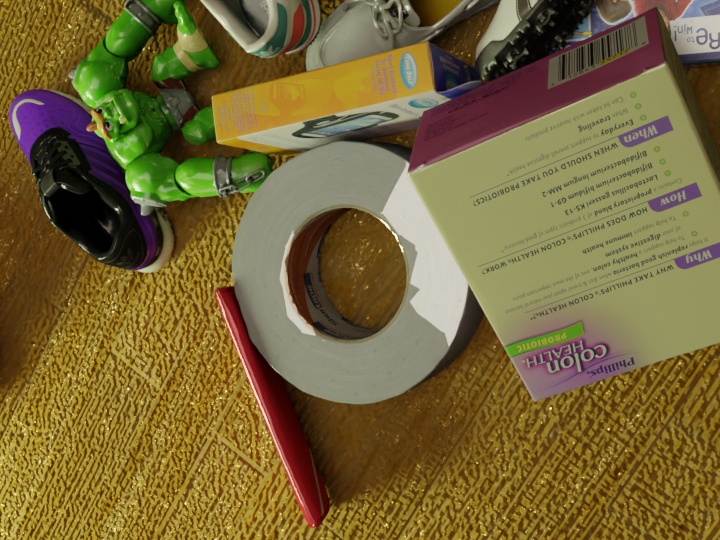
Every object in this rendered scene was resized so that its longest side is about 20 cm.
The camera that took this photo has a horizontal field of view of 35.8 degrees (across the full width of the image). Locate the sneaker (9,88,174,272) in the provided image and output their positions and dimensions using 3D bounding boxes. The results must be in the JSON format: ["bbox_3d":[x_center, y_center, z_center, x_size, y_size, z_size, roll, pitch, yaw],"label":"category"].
[{"bbox_3d":[-0.245,-0.082,0.951,0.070,0.099,0.200,-45,79,17],"label":"sneaker"}]

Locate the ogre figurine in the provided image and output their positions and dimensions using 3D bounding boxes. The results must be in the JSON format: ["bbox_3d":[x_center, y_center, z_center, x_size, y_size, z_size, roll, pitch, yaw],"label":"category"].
[{"bbox_3d":[-0.161,-0.132,0.921,0.119,0.098,0.202,-30,99,4],"label":"ogre figurine"}]

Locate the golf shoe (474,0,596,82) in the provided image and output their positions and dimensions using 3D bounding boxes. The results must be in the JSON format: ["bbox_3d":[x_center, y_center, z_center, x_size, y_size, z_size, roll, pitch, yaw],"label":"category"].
[{"bbox_3d":[0.129,-0.224,0.765,0.094,0.078,0.201,39,98,19],"label":"golf shoe"}]

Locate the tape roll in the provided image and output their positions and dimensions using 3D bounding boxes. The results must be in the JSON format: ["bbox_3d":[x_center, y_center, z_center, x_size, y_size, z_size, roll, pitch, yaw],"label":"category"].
[{"bbox_3d":[0.000,0.000,0.878,0.197,0.066,0.204,2,96,21],"label":"tape roll"}]

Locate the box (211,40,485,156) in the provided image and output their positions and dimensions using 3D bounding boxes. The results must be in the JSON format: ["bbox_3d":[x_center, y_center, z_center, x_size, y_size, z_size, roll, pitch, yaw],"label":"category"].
[{"bbox_3d":[0.003,-0.127,0.834,0.197,0.119,0.042,-12,86,22],"label":"box"}]

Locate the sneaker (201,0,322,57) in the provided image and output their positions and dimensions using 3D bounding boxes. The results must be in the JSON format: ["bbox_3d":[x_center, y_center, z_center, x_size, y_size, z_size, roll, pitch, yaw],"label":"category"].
[{"bbox_3d":[-0.102,-0.247,0.821,0.070,0.093,0.202,-25,100,25],"label":"sneaker"}]

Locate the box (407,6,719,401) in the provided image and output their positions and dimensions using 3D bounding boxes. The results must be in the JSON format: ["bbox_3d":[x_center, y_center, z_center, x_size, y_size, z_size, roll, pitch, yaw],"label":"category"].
[{"bbox_3d":[0.156,-0.039,0.749,0.174,0.097,0.201,-22,115,23],"label":"box"}]

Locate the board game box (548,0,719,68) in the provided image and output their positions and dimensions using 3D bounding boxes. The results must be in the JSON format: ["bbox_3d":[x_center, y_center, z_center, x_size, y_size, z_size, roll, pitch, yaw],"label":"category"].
[{"bbox_3d":[0.224,-0.211,0.780,0.197,0.034,0.138,0,95,23],"label":"board game box"}]

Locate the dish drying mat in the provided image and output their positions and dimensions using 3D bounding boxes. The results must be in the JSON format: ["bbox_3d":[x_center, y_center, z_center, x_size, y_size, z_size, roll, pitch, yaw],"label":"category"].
[{"bbox_3d":[-0.070,0.108,0.913,0.018,0.077,0.202,-22,87,6],"label":"dish drying mat"}]

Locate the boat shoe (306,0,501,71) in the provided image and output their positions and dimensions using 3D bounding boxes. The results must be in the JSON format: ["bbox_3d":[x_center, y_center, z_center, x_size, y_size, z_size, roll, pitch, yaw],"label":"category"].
[{"bbox_3d":[0.034,-0.196,0.833,0.200,0.086,0.076,-23,86,22],"label":"boat shoe"}]
